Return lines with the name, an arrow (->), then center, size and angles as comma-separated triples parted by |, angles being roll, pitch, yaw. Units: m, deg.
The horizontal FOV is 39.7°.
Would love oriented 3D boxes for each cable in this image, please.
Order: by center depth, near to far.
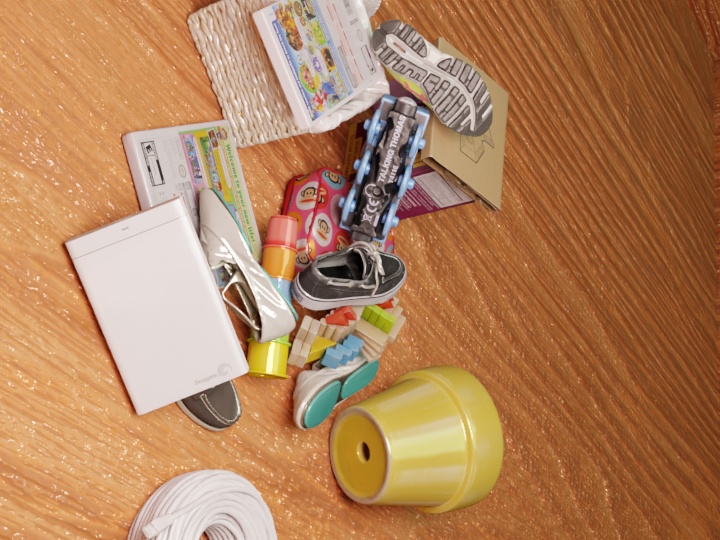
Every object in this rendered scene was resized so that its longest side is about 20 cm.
cable -> -0.170, 0.324, 1.099 | 0.200, 0.068, 0.204 | -38, 113, -55

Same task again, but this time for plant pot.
plant pot -> 0.067, 0.241, 1.383 | 0.186, 0.199, 0.205 | -2, 82, -41

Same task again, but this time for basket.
basket -> -0.092, -0.282, 1.312 | 0.200, 0.158, 0.202 | -39, 113, -54

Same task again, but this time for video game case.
video game case -> -0.197, -0.076, 1.218 | 0.181, 0.022, 0.204 | -21, 98, -56
video game case -> -0.047, -0.273, 1.221 | 0.200, 0.018, 0.145 | -45, 117, -51

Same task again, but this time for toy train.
toy train -> 0.032, -0.134, 1.321 | 0.114, 0.085, 0.204 | -70, 178, -74

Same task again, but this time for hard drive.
hard drive -> -0.216, 0.039, 1.069 | 0.027, 0.130, 0.204 | -113, -177, -77

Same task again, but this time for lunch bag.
lunch bag -> -0.033, -0.025, 1.395 | 0.200, 0.081, 0.179 | 41, 49, -44

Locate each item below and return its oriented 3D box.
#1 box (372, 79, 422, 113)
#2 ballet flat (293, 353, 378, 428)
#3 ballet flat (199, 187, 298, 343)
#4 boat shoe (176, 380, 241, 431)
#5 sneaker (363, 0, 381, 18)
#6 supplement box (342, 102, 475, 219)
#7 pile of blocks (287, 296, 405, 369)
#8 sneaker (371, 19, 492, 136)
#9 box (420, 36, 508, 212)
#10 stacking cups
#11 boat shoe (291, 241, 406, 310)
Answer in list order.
box -> 0.119, -0.229, 1.671 | 0.199, 0.095, 0.180 | -15, 93, -57
ballet flat -> -0.048, 0.152, 1.331 | 0.199, 0.068, 0.071 | -29, 105, -56
ballet flat -> -0.149, -0.001, 1.185 | 0.202, 0.069, 0.069 | 58, 37, -7
boat shoe -> -0.188, 0.103, 1.142 | 0.203, 0.060, 0.072 | 61, 37, -25
sneaker -> -0.028, -0.408, 1.445 | 0.078, 0.200, 0.132 | -1, 64, -16
supplement box -> 0.078, -0.163, 1.497 | 0.103, 0.197, 0.133 | 39, 49, -43
pile of blocks -> -0.007, 0.075, 1.307 | 0.198, 0.063, 0.082 | -24, 63, -40
sneaker -> 0.098, -0.258, 1.332 | 0.200, 0.078, 0.090 | 43, 3, -8
box -> 0.151, -0.207, 1.418 | 0.162, 0.021, 0.204 | 30, 56, -38
stacking cups -> -0.105, 0.033, 1.258 | 0.060, 0.060, 0.205 | 22, 73, -51
boat shoe -> -0.002, -0.002, 1.285 | 0.197, 0.068, 0.074 | -5, 55, -44
